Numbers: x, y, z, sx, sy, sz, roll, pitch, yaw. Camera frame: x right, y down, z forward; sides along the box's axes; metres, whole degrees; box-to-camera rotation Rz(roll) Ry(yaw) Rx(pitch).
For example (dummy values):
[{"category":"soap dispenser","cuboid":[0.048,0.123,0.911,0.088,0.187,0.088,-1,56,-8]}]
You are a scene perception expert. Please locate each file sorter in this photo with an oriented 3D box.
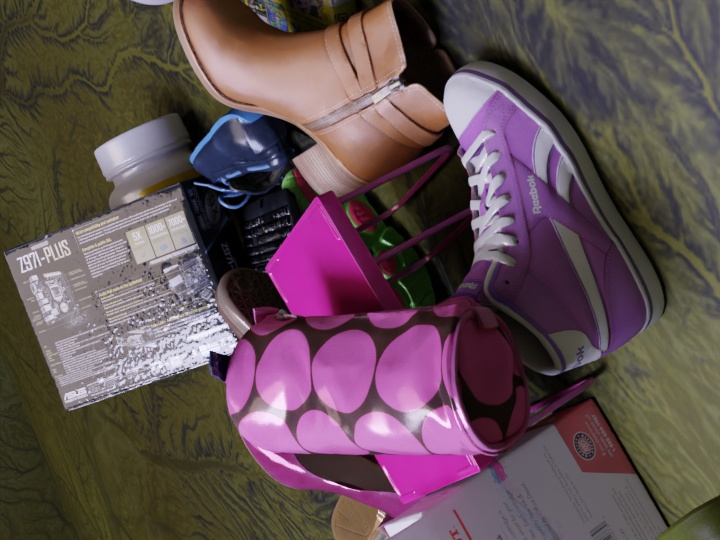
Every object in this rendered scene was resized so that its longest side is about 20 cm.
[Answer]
[{"category":"file sorter","cuboid":[0.049,0.035,0.806,0.201,0.125,0.139,59,154,7]}]

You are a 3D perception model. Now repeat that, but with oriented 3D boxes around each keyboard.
[{"category":"keyboard","cuboid":[-0.082,-0.009,0.986,0.200,0.039,0.105,171,83,-75]}]

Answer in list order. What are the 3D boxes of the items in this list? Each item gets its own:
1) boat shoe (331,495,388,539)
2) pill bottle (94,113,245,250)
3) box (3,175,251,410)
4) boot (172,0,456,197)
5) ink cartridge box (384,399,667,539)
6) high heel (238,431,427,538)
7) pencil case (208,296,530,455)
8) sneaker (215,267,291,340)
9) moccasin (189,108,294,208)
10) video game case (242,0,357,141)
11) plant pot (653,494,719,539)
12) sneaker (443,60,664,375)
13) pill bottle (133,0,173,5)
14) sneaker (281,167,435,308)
[{"category":"boat shoe","cuboid":[0.042,0.180,1.019,0.074,0.069,0.200,57,133,28]},{"category":"pill bottle","cuboid":[-0.185,-0.049,1.171,0.114,0.114,0.201,-16,100,63]},{"category":"box","cuboid":[-0.208,0.020,1.086,0.165,0.199,0.086,69,-162,-5]},{"category":"boot","cuboid":[-0.026,-0.151,0.797,0.200,0.074,0.154,45,142,-14]},{"category":"ink cartridge box","cuboid":[0.099,0.188,0.771,0.117,0.199,0.067,60,153,5]},{"category":"high heel","cuboid":[-0.006,0.151,0.925,0.200,0.067,0.096,39,136,-1]},{"category":"pencil case","cuboid":[0.005,0.063,0.688,0.199,0.090,0.095,-6,76,41]},{"category":"sneaker","cuboid":[-0.049,0.078,0.931,0.200,0.071,0.075,37,130,-21]},{"category":"moccasin","cuboid":[-0.102,-0.091,0.986,0.068,0.080,0.200,55,171,-3]},{"category":"video game case","cuboid":[-0.063,-0.199,0.911,0.200,0.025,0.182,33,141,47]},{"category":"plant pot","cuboid":[0.235,0.222,0.596,0.201,0.199,0.193,91,155,-43]},{"category":"sneaker","cuboid":[0.087,-0.032,0.693,0.201,0.114,0.073,57,155,15]},{"category":"pill bottle","cuboid":[-0.220,-0.300,1.017,0.200,0.104,0.105,29,138,49]},{"category":"sneaker","cuboid":[0.000,0.000,0.937,0.084,0.076,0.201,98,148,-58]}]
